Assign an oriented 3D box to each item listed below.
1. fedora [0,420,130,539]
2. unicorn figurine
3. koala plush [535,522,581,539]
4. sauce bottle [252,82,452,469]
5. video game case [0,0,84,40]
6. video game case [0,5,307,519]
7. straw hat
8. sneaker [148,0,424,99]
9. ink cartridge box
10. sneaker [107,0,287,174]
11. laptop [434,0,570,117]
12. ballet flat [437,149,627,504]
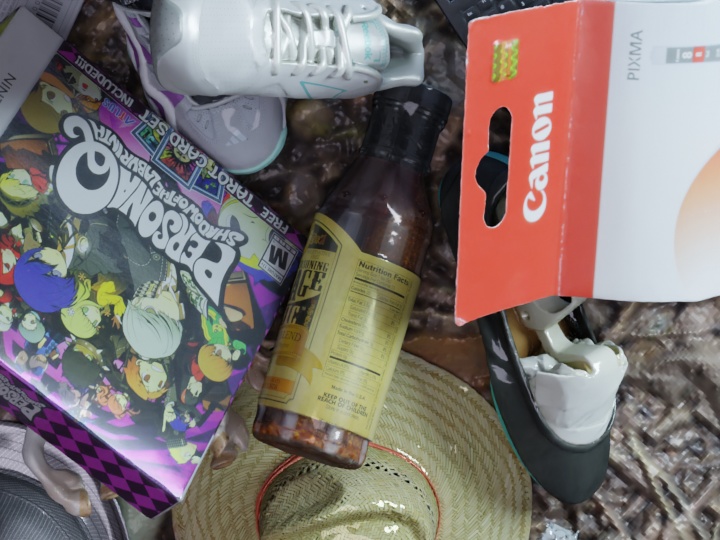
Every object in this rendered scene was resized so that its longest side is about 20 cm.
[{"bbox_3d":[-0.212,0.188,1.235,0.176,0.090,0.200,9,102,0],"label":"fedora"},{"bbox_3d":[-0.137,0.050,1.176,0.074,0.200,0.138,-34,75,46],"label":"unicorn figurine"},{"bbox_3d":[0.097,0.249,1.210,0.177,0.184,0.200,43,78,-20],"label":"koala plush"},{"bbox_3d":[0.000,0.000,1.180,0.066,0.066,0.200,17,79,-2],"label":"sauce bottle"},{"bbox_3d":[-0.256,-0.093,1.154,0.182,0.024,0.200,25,90,-30],"label":"video game case"},{"bbox_3d":[-0.136,-0.006,1.130,0.200,0.181,0.036,40,140,-16],"label":"video game case"},{"bbox_3d":[-0.006,0.136,1.220,0.201,0.085,0.202,0,103,2],"label":"straw hat"},{"bbox_3d":[-0.032,-0.116,1.102,0.080,0.200,0.071,9,97,26],"label":"sneaker"},{"bbox_3d":[0.141,-0.059,1.125,0.200,0.050,0.163,-15,119,-34],"label":"ink cartridge box"},{"bbox_3d":[-0.097,-0.132,1.135,0.078,0.140,0.200,-24,100,7],"label":"sneaker"},{"bbox_3d":[0.122,-0.160,1.141,0.177,0.103,0.200,-32,99,9],"label":"laptop"},{"bbox_3d":[0.096,0.033,1.195,0.068,0.068,0.200,-30,104,-32],"label":"ballet flat"}]
